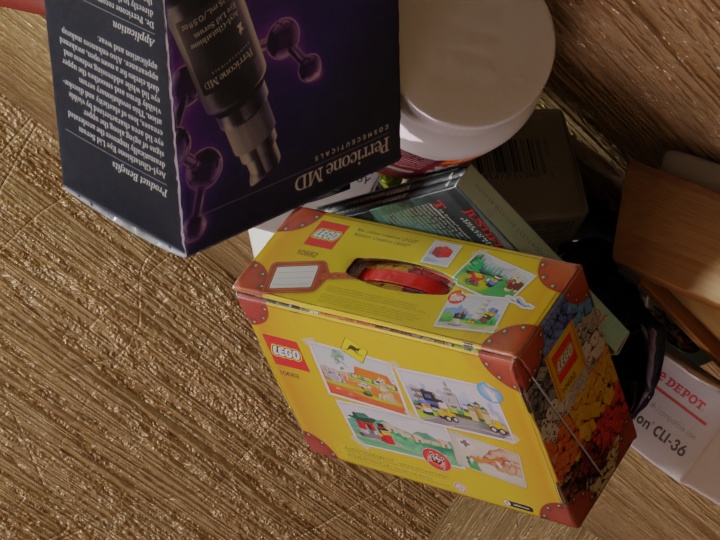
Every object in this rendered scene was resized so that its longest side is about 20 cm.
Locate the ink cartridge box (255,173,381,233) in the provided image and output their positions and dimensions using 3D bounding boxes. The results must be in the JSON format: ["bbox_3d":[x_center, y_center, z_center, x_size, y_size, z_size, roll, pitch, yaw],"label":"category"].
[{"bbox_3d":[-0.085,-0.107,1.497,0.145,0.083,0.200,14,-158,-26],"label":"ink cartridge box"}]

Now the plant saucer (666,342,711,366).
[{"bbox_3d":[0.175,0.059,1.610,0.200,0.200,0.036,-171,69,-75],"label":"plant saucer"}]

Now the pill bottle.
[{"bbox_3d":[0.041,-0.112,1.177,0.110,0.110,0.200,35,174,-6],"label":"pill bottle"}]

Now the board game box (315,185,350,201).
[{"bbox_3d":[-0.059,-0.138,1.286,0.135,0.035,0.200,-8,-104,-88],"label":"board game box"}]

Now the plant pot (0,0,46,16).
[{"bbox_3d":[-0.157,-0.217,1.136,0.195,0.201,0.201,21,167,32],"label":"plant pot"}]

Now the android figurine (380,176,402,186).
[{"bbox_3d":[0.089,-0.026,1.610,0.200,0.041,0.182,27,-158,-48],"label":"android figurine"}]

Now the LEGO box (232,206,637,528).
[{"bbox_3d":[0.044,0.055,1.246,0.200,0.077,0.149,13,142,34],"label":"LEGO box"}]

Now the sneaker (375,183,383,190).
[{"bbox_3d":[0.000,0.000,1.519,0.088,0.075,0.200,56,-167,-29],"label":"sneaker"}]

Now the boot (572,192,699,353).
[{"bbox_3d":[0.188,0.008,1.479,0.151,0.073,0.200,31,167,30],"label":"boot"}]

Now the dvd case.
[{"bbox_3d":[0.051,0.007,1.282,0.146,0.022,0.200,45,153,-18],"label":"dvd case"}]

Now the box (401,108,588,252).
[{"bbox_3d":[0.071,-0.018,1.371,0.095,0.078,0.200,-4,154,-15],"label":"box"}]

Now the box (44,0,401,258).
[{"bbox_3d":[-0.066,-0.131,1.031,0.104,0.148,0.200,28,133,40],"label":"box"}]

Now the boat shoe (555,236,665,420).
[{"bbox_3d":[0.130,0.086,1.323,0.075,0.200,0.093,-1,-147,-20],"label":"boat shoe"}]

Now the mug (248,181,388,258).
[{"bbox_3d":[-0.041,-0.046,1.719,0.149,0.187,0.153,9,-135,-42],"label":"mug"}]

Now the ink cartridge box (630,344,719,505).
[{"bbox_3d":[0.221,0.103,1.390,0.200,0.068,0.116,33,-176,-42],"label":"ink cartridge box"}]

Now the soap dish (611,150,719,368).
[{"bbox_3d":[0.248,0.023,1.238,0.157,0.081,0.200,27,169,50],"label":"soap dish"}]
